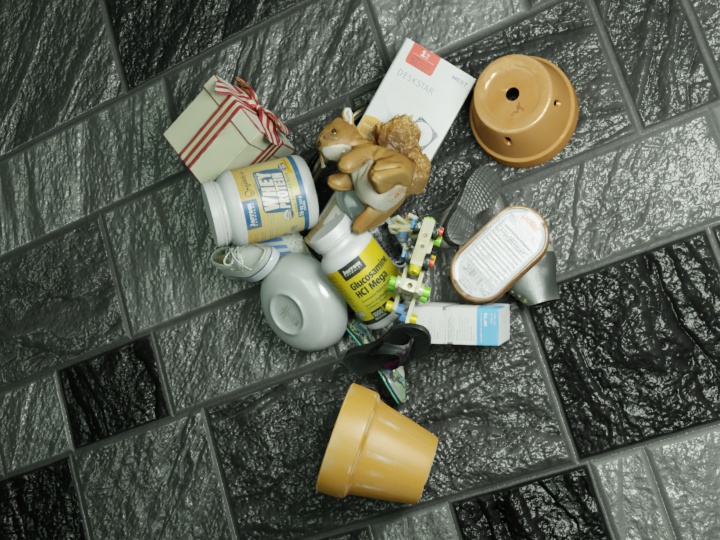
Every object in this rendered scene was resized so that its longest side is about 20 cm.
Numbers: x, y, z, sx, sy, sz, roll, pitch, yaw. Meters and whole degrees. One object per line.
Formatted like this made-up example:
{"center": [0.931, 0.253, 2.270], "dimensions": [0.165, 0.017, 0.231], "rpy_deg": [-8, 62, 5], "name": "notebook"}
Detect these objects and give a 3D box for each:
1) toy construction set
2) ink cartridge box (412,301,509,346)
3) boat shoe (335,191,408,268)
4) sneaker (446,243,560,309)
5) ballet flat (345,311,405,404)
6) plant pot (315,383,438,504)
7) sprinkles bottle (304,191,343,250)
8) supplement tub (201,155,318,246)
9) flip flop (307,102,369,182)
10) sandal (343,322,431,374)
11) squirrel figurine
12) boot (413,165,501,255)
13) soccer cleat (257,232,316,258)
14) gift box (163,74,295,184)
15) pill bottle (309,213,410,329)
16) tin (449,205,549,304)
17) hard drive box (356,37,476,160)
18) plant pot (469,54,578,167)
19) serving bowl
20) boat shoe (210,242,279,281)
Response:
{"center": [0.093, -0.018, 1.411], "dimensions": [0.091, 0.132, 0.202], "rpy_deg": [4, 62, -2], "name": "toy construction set"}
{"center": [0.163, 0.094, 1.471], "dimensions": [0.197, 0.116, 0.068], "rpy_deg": [0, 92, 20], "name": "ink cartridge box"}
{"center": [0.028, -0.088, 1.528], "dimensions": [0.070, 0.072, 0.201], "rpy_deg": [-39, 98, 3], "name": "boat shoe"}
{"center": [0.257, 0.023, 1.464], "dimensions": [0.198, 0.075, 0.108], "rpy_deg": [-13, 78, 18], "name": "sneaker"}
{"center": [0.042, 0.155, 1.543], "dimensions": [0.074, 0.074, 0.201], "rpy_deg": [-39, 77, 13], "name": "ballet flat"}
{"center": [0.037, 0.330, 1.473], "dimensions": [0.181, 0.200, 0.203], "rpy_deg": [19, 92, 5], "name": "plant pot"}
{"center": [-0.031, -0.124, 1.590], "dimensions": [0.068, 0.068, 0.201], "rpy_deg": [37, 99, 19], "name": "sprinkles bottle"}
{"center": [-0.190, -0.129, 1.541], "dimensions": [0.198, 0.145, 0.146], "rpy_deg": [-16, 79, -14], "name": "supplement tub"}
{"center": [-0.040, -0.246, 1.605], "dimensions": [0.057, 0.081, 0.201], "rpy_deg": [35, 90, -16], "name": "flip flop"}
{"center": [0.048, 0.153, 1.445], "dimensions": [0.075, 0.048, 0.200], "rpy_deg": [42, 132, -21], "name": "sandal"}
{"center": [0.021, -0.202, 1.452], "dimensions": [0.199, 0.142, 0.187], "rpy_deg": [-27, 63, -28], "name": "squirrel figurine"}
{"center": [0.171, -0.106, 1.502], "dimensions": [0.070, 0.200, 0.131], "rpy_deg": [47, 148, -10], "name": "boot"}
{"center": [-0.136, -0.044, 1.616], "dimensions": [0.199, 0.070, 0.087], "rpy_deg": [34, 114, 21], "name": "soccer cleat"}
{"center": [-0.254, -0.264, 1.620], "dimensions": [0.187, 0.200, 0.185], "rpy_deg": [-44, 78, 10], "name": "gift box"}
{"center": [0.000, 0.000, 1.486], "dimensions": [0.112, 0.113, 0.201], "rpy_deg": [-35, 105, 14], "name": "pill bottle"}
{"center": [0.243, -0.027, 1.423], "dimensions": [0.200, 0.042, 0.112], "rpy_deg": [-44, 83, 3], "name": "tin"}
{"center": [0.102, -0.304, 1.530], "dimensions": [0.155, 0.077, 0.202], "rpy_deg": [30, 96, 2], "name": "hard drive box"}
{"center": [0.282, -0.297, 1.449], "dimensions": [0.197, 0.140, 0.203], "rpy_deg": [-2, 84, 20], "name": "plant pot"}
{"center": [-0.121, 0.071, 1.561], "dimensions": [0.198, 0.066, 0.203], "rpy_deg": [17, 121, 30], "name": "serving bowl"}
{"center": [-0.240, -0.031, 1.603], "dimensions": [0.201, 0.086, 0.075], "rpy_deg": [-1, 58, 55], "name": "boat shoe"}
